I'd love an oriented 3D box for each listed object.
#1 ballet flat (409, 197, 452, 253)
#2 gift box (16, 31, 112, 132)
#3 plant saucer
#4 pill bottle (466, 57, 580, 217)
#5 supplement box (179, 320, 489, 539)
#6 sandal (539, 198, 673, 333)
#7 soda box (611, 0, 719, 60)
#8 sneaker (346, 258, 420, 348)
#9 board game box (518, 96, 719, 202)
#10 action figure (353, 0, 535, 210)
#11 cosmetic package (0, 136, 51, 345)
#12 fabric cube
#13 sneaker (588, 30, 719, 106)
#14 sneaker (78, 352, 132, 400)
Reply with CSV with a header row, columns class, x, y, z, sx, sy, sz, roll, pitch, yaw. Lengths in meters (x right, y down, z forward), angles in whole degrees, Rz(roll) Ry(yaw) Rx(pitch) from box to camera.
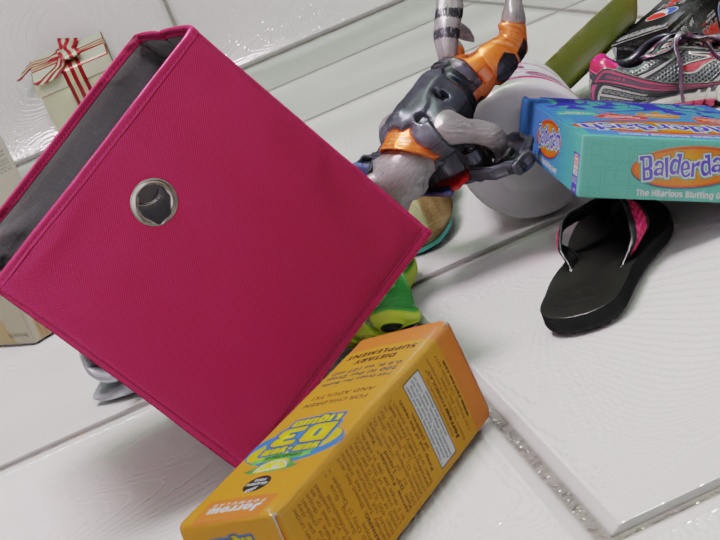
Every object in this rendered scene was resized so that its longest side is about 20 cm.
class,x,y,z,sx,sy,sz,roll,pitch,yaw
ballet flat,0.048,-0.076,1.278,0.068,0.073,0.200,-19,16,16
gift box,-0.573,-0.363,2.904,0.199,0.187,0.185,-25,27,-9
plant saucer,0.208,-0.203,1.440,0.200,0.031,0.200,-44,-3,-3
pill bottle,0.132,-0.122,1.232,0.113,0.114,0.200,-21,15,6
supplement box,-0.007,0.102,0.752,0.066,0.069,0.200,-15,19,34
sandal,0.163,-0.020,0.968,0.075,0.045,0.200,-16,16,25
soda box,0.319,-0.230,1.420,0.063,0.071,0.200,-11,19,38
sneaker,0.000,0.000,1.060,0.074,0.084,0.200,-20,16,7
board game box,0.207,-0.089,1.036,0.151,0.045,0.200,2,14,-6
action figure,0.049,-0.128,1.097,0.200,0.105,0.194,-7,51,47
cosmetic package,-0.371,-0.027,1.466,0.105,0.201,0.071,-7,22,47
fabric cube,-0.112,-0.019,0.942,0.196,0.199,0.200,-52,19,-6
sneaker,0.301,-0.183,1.279,0.199,0.075,0.081,-21,15,3
sneaker,-0.195,0.046,1.196,0.115,0.075,0.200,-28,19,-29
